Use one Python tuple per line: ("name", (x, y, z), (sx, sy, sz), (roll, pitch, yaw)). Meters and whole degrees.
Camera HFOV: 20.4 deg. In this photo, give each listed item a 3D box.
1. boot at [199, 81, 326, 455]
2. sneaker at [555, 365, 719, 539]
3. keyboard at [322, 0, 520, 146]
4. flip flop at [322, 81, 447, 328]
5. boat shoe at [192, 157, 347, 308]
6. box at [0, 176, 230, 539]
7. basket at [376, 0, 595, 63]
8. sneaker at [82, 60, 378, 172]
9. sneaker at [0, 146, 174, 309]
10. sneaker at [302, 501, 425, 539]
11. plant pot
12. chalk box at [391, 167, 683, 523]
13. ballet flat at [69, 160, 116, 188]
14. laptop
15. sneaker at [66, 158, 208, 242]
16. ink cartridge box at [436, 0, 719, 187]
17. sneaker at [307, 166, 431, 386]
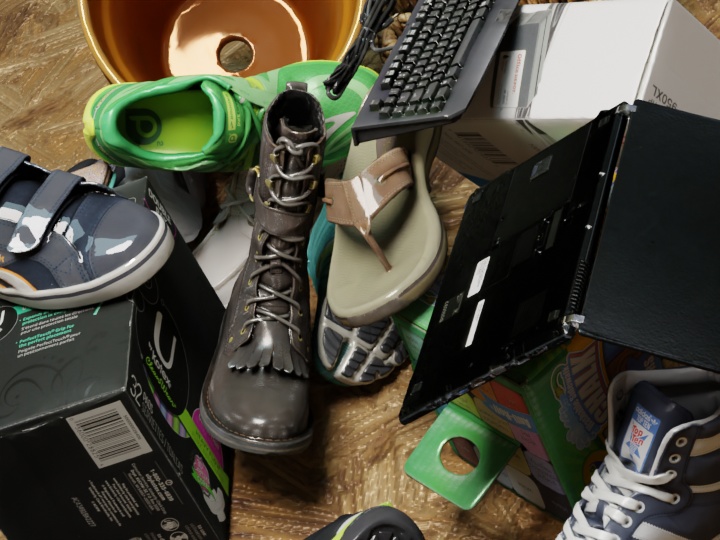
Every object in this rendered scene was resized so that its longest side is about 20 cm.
("boot", (-0.052, -0.005, 1.199), (0.069, 0.175, 0.201), (6, 30, -8))
("sneaker", (0.132, 0.129, 1.034), (0.199, 0.109, 0.070), (-37, 38, -14))
("keyboard", (0.035, -0.144, 1.214), (0.126, 0.021, 0.201), (-11, 35, 31))
("flip flop", (0.008, -0.049, 1.162), (0.081, 0.058, 0.201), (-22, 43, 30))
("boat shoe", (-0.068, -0.045, 1.385), (0.070, 0.070, 0.200), (18, 55, 41))
("box", (-0.161, 0.070, 1.236), (0.123, 0.149, 0.201), (-17, 38, 12))
("basket", (0.101, -0.205, 1.414), (0.198, 0.150, 0.143), (-16, 38, 10))
("sneaker", (-0.078, -0.093, 1.286), (0.198, 0.075, 0.084), (-7, 10, -9))
("sneaker", (-0.208, -0.029, 1.194), (0.198, 0.080, 0.079), (0, 44, 30))
("sneaker", (-0.042, 0.205, 1.097), (0.200, 0.072, 0.083), (-40, 16, -20))
("plant pot", (-0.093, -0.178, 1.436), (0.198, 0.183, 0.202), (0, 80, 0))
("chalk box", (0.107, 0.050, 1.129), (0.200, 0.125, 0.124), (-41, 39, -20))
("ballet flat", (-0.232, -0.007, 1.348), (0.200, 0.067, 0.068), (-55, 18, 35))
("laptop", (0.138, 0.008, 1.052), (0.199, 0.103, 0.178), (-31, 27, 40))
("sneaker", (-0.174, -0.042, 1.416), (0.113, 0.076, 0.200), (-28, 13, 9))
("ink cartridge box", (0.140, -0.096, 1.228), (0.199, 0.144, 0.085), (5, 71, 46))
("sneaker", (0.000, 0.000, 1.309), (0.079, 0.077, 0.201), (-34, 31, 38))
